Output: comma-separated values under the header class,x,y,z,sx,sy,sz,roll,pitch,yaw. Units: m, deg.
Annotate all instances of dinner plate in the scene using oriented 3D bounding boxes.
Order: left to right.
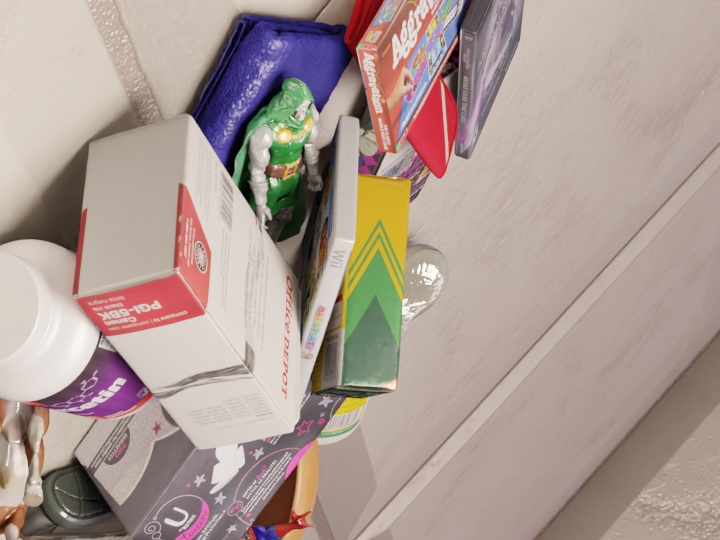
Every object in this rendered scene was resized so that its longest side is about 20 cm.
class,x,y,z,sx,sy,sz,roll,pitch,yaw
dinner plate,0.004,-0.176,1.455,0.200,0.024,0.200,-44,159,-21

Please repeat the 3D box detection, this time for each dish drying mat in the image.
class,x,y,z,sx,sy,sz,roll,pitch,yaw
dish drying mat,0.038,-0.157,1.413,0.200,0.018,0.077,53,47,-53

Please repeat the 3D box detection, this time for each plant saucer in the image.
class,x,y,z,sx,sy,sz,roll,pitch,yaw
plant saucer,-0.094,0.191,1.637,0.037,0.200,0.201,8,124,-31

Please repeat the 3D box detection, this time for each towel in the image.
class,x,y,z,sx,sy,sz,roll,pitch,yaw
towel,-0.091,-0.108,1.341,0.200,0.050,0.148,-57,163,19

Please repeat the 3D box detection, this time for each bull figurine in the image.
class,x,y,z,sx,sy,sz,roll,pitch,yaw
bull figurine,-0.278,0.164,1.342,0.065,0.122,0.201,4,125,-14

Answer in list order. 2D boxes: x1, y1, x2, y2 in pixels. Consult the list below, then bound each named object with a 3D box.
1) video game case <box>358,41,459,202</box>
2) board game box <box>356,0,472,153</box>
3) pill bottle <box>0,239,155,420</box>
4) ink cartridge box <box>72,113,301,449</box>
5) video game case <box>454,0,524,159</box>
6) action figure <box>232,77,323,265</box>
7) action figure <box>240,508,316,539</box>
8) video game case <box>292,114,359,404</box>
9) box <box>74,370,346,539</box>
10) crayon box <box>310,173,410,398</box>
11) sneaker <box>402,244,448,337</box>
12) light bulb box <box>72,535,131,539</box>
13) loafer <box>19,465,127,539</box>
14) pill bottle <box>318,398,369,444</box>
class,x,y,z,sx,sy,sz,roll,pitch,yaw
video game case,0.033,-0.108,1.564,0.200,0.036,0.182,-43,161,-54
board game box,0.049,-0.197,1.378,0.103,0.019,0.200,75,32,-43
pill bottle,-0.215,0.043,1.235,0.113,0.112,0.200,-52,160,3
ink cartridge box,-0.118,0.013,1.236,0.083,0.147,0.200,-14,138,15
video game case,0.116,-0.208,1.532,0.200,0.019,0.143,89,23,-63
action figure,-0.066,-0.067,1.323,0.118,0.055,0.200,-34,153,-36
action figure,-0.080,0.286,1.527,0.065,0.201,0.099,-12,174,-46
video game case,-0.033,-0.001,1.354,0.144,0.018,0.200,-88,-168,-46
box,-0.132,0.130,1.501,0.115,0.132,0.200,30,100,-45
crayon box,0.000,0.000,1.401,0.127,0.051,0.201,152,-58,-78
sneaker,0.012,0.052,1.806,0.200,0.072,0.072,-42,-174,-4
light bulb box,-0.213,0.348,1.635,0.125,0.200,0.199,-28,150,-46
loafer,-0.233,0.209,1.572,0.063,0.072,0.200,-38,159,24
pill bottle,-0.028,0.064,1.668,0.113,0.113,0.200,-33,153,-40
